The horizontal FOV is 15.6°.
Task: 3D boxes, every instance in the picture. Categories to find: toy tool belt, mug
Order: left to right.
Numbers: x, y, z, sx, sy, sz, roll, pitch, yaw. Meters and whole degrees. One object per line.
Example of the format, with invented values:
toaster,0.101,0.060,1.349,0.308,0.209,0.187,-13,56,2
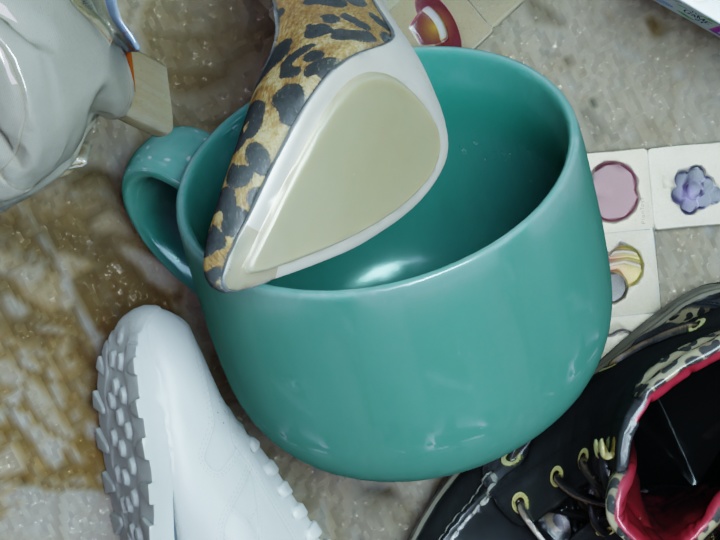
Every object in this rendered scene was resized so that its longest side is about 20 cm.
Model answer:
toy tool belt,-0.137,-0.120,0.881,0.125,0.123,0.200,-20,99,38
mug,0.011,-0.002,0.992,0.152,0.185,0.115,-25,126,-11

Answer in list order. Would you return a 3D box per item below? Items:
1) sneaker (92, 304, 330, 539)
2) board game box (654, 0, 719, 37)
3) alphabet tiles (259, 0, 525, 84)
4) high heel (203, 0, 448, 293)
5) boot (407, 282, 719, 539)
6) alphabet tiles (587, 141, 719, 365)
sneaker,-0.050,0.107,1.027,0.080,0.076,0.200,-15,97,-14
board game box,0.207,-0.160,0.969,0.134,0.034,0.200,29,90,-3
alphabet tiles,0.023,-0.177,1.005,0.200,0.006,0.166,-42,83,20
high heel,-0.033,-0.071,0.944,0.200,0.142,0.071,-53,135,-28
boot,0.093,0.083,0.980,0.200,0.151,0.073,-40,93,-1
alphabet tiles,0.173,0.046,1.063,0.167,0.008,0.200,-5,92,-3
